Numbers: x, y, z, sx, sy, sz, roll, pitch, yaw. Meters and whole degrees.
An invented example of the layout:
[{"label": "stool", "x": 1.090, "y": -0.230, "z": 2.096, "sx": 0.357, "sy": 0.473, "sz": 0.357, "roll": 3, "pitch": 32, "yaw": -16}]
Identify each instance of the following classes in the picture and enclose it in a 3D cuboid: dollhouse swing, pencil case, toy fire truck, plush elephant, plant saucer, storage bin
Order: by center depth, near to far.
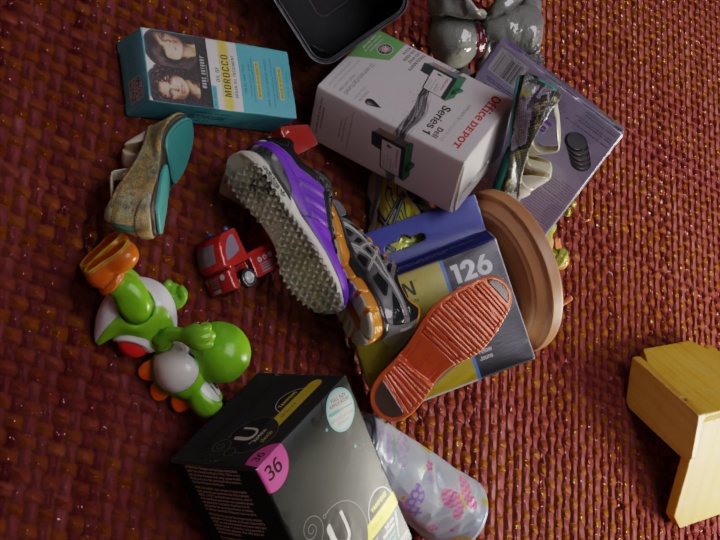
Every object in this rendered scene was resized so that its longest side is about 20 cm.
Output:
[{"label": "toy fire truck", "x": -0.110, "y": -0.068, "z": 1.439, "sx": 0.199, "sy": 0.048, "sz": 0.143, "roll": -28, "pitch": 95, "yaw": -43}, {"label": "pencil case", "x": 0.053, "y": 0.237, "z": 1.467, "sx": 0.199, "sy": 0.083, "sz": 0.092, "roll": 34, "pitch": 67, "yaw": -30}, {"label": "storage bin", "x": -0.049, "y": -0.352, "z": 1.513, "sx": 0.134, "sy": 0.094, "sz": 0.201, "roll": -33, "pitch": 104, "yaw": 1}, {"label": "plant saucer", "x": 0.165, "y": 0.004, "z": 1.571, "sx": 0.032, "sy": 0.200, "sz": 0.203, "roll": -20, "pitch": 90, "yaw": -27}, {"label": "plush elephant", "x": 0.151, "y": -0.301, "z": 1.706, "sx": 0.152, "sy": 0.167, "sz": 0.201, "roll": 9, "pitch": 27, "yaw": -3}, {"label": "dollhouse swing", "x": 0.463, "y": 0.231, "z": 1.883, "sx": 0.198, "sy": 0.177, "sz": 0.182, "roll": -6, "pitch": 39, "yaw": -43}]

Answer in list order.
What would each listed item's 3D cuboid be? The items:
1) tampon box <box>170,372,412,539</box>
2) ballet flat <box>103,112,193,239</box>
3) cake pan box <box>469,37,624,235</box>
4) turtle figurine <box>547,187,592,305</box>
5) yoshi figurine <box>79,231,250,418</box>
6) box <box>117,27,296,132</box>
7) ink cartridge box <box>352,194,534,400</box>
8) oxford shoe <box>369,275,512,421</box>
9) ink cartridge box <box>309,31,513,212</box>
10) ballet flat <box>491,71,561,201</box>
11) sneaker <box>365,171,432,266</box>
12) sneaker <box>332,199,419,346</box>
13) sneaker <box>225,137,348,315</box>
[{"label": "tampon box", "x": -0.064, "y": 0.225, "z": 1.301, "sx": 0.150, "sy": 0.125, "sz": 0.202, "roll": -44, "pitch": 121, "yaw": -41}, {"label": "ballet flat", "x": -0.216, "y": -0.101, "z": 1.330, "sx": 0.071, "sy": 0.070, "sz": 0.201, "roll": 43, "pitch": 29, "yaw": -24}, {"label": "cake pan box", "x": 0.192, "y": -0.157, "z": 1.622, "sx": 0.199, "sy": 0.185, "sz": 0.052, "roll": 35, "pitch": 19, "yaw": 2}, {"label": "turtle figurine", "x": 0.221, "y": -0.049, "z": 1.728, "sx": 0.160, "sy": 0.064, "sz": 0.202, "roll": 32, "pitch": 71, "yaw": -19}, {"label": "yoshi figurine", "x": -0.180, "y": 0.048, "z": 1.299, "sx": 0.201, "sy": 0.111, "sz": 0.113, "roll": 55, "pitch": 41, "yaw": -18}, {"label": "box", "x": -0.164, "y": -0.205, "z": 1.434, "sx": 0.198, "sy": 0.049, "sz": 0.084, "roll": 1, "pitch": 75, "yaw": -43}, {"label": "ink cartridge box", "x": 0.078, "y": 0.039, "z": 1.508, "sx": 0.195, "sy": 0.047, "sz": 0.203, "roll": -20, "pitch": 93, "yaw": -5}, {"label": "oxford shoe", "x": 0.084, "y": 0.081, "z": 1.451, "sx": 0.200, "sy": 0.073, "sz": 0.071, "roll": -42, "pitch": 90, "yaw": -2}, {"label": "ink cartridge box", "x": 0.062, "y": -0.177, "z": 1.542, "sx": 0.198, "sy": 0.085, "sz": 0.146, "roll": 28, "pitch": 48, "yaw": 13}, {"label": "ballet flat", "x": 0.195, "y": -0.136, "z": 1.540, "sx": 0.071, "sy": 0.202, "sz": 0.073, "roll": 5, "pitch": 42, "yaw": -5}, {"label": "sneaker", "x": 0.047, "y": -0.042, "z": 1.558, "sx": 0.075, "sy": 0.076, "sz": 0.203, "roll": 13, "pitch": 69, "yaw": -41}, {"label": "sneaker", "x": 0.000, "y": 0.000, "z": 1.461, "sx": 0.076, "sy": 0.079, "sz": 0.202, "roll": -5, "pitch": 52, "yaw": -26}, {"label": "sneaker", "x": -0.054, "y": -0.055, "z": 1.404, "sx": 0.099, "sy": 0.069, "sz": 0.202, "roll": -39, "pitch": 104, "yaw": -45}]
